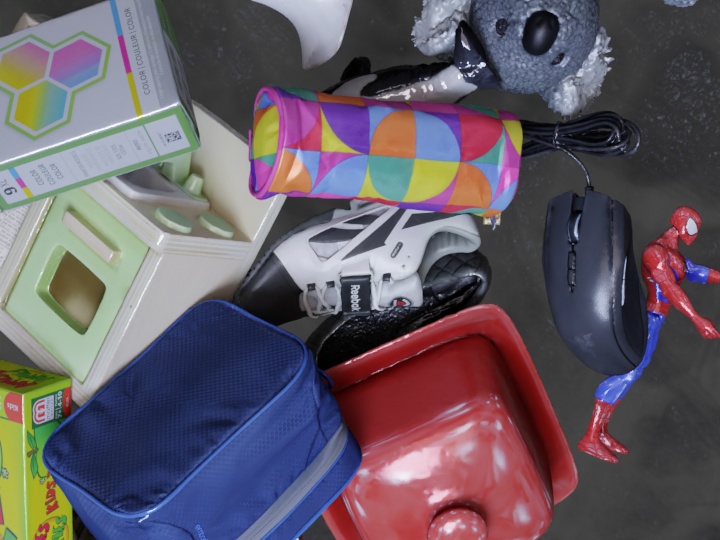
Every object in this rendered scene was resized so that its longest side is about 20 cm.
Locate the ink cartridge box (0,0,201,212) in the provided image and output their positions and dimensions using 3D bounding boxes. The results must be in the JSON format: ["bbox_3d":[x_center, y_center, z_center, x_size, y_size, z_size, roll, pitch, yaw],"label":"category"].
[{"bbox_3d":[-0.217,-0.108,1.034,0.199,0.059,0.104,-18,60,2],"label":"ink cartridge box"}]

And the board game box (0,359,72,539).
[{"bbox_3d":[-0.256,0.168,1.078,0.101,0.048,0.201,11,106,32],"label":"board game box"}]

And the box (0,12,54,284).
[{"bbox_3d":[-0.257,-0.084,1.131,0.095,0.078,0.200,34,97,-5],"label":"box"}]

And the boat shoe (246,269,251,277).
[{"bbox_3d":[-0.100,0.043,1.163,0.063,0.071,0.201,-2,91,-32],"label":"boat shoe"}]

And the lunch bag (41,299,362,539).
[{"bbox_3d":[-0.097,0.127,1.040,0.200,0.136,0.133,-42,131,-22],"label":"lunch bag"}]

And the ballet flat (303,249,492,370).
[{"bbox_3d":[0.015,0.048,1.161,0.200,0.057,0.067,-40,98,7],"label":"ballet flat"}]

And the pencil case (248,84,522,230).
[{"bbox_3d":[0.018,-0.082,1.065,0.199,0.088,0.089,5,99,-23],"label":"pencil case"}]

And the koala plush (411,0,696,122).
[{"bbox_3d":[0.142,-0.212,1.089,0.176,0.184,0.201,19,120,-8],"label":"koala plush"}]

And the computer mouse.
[{"bbox_3d":[0.142,-0.018,1.127,0.140,0.046,0.201,7,109,40],"label":"computer mouse"}]

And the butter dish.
[{"bbox_3d":[0.060,0.158,1.118,0.199,0.148,0.201,-24,116,3],"label":"butter dish"}]

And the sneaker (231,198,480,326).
[{"bbox_3d":[0.000,0.000,1.111,0.199,0.074,0.089,-33,64,-12],"label":"sneaker"}]

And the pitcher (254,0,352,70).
[{"bbox_3d":[-0.065,-0.271,1.093,0.200,0.121,0.172,37,78,-16],"label":"pitcher"}]

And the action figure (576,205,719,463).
[{"bbox_3d":[0.242,0.054,1.154,0.098,0.065,0.201,17,99,17],"label":"action figure"}]

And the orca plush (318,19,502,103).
[{"bbox_3d":[0.002,-0.138,1.120,0.200,0.105,0.071,-30,56,35],"label":"orca plush"}]

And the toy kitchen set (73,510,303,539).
[{"bbox_3d":[-0.168,0.175,1.129,0.199,0.163,0.181,-24,98,3],"label":"toy kitchen set"}]

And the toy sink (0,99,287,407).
[{"bbox_3d":[-0.164,-0.018,1.088,0.130,0.112,0.201,38,107,28],"label":"toy sink"}]
